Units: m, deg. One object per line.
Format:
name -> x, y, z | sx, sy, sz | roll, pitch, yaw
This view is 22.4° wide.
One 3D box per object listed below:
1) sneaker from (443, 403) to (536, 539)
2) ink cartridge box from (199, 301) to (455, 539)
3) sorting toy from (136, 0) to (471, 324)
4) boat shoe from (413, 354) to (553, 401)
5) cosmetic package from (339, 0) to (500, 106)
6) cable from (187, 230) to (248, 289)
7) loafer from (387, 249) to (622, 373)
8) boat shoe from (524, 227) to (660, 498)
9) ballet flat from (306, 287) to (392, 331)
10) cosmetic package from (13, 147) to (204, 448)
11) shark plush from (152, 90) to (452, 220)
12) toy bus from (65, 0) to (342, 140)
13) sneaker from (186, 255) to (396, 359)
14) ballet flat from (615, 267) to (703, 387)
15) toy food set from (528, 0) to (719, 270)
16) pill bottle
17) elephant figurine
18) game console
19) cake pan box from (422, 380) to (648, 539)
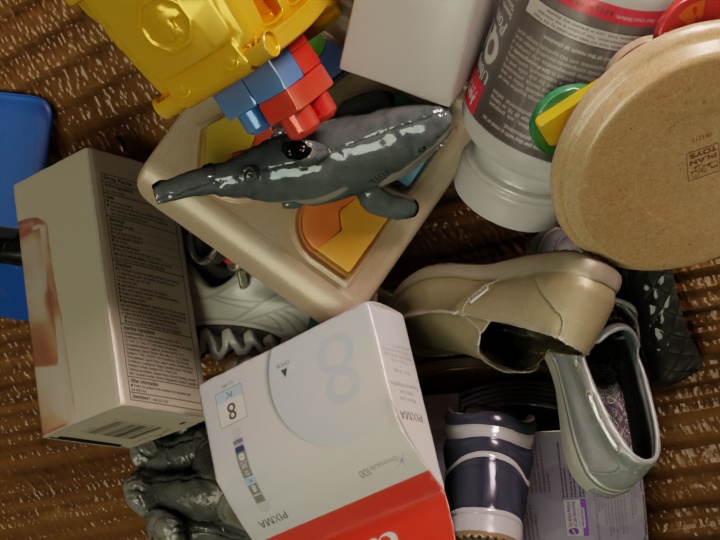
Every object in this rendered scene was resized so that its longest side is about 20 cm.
sneaker -> 0.084, 0.162, 1.301 | 0.070, 0.109, 0.200 | 6, 159, -2
ink cartridge box -> -0.024, 0.143, 1.241 | 0.160, 0.047, 0.201 | -26, 63, 30
sorting toy -> -0.031, -0.087, 1.280 | 0.185, 0.036, 0.200 | 35, 87, 0
boat shoe -> 0.050, 0.079, 1.380 | 0.199, 0.072, 0.072 | -7, 130, 10
cosmetic package -> 0.056, -0.224, 1.186 | 0.084, 0.108, 0.201 | 19, 125, 10
cable -> -0.091, -0.081, 1.351 | 0.097, 0.050, 0.201 | -8, 90, 36
loafer -> 0.089, 0.035, 1.245 | 0.075, 0.069, 0.200 | 30, 151, -32
boat shoe -> 0.168, 0.054, 1.264 | 0.070, 0.202, 0.071 | 4, 153, -31
ballet flat -> 0.000, 0.000, 1.333 | 0.062, 0.067, 0.201 | 13, 85, -25
cosmetic package -> -0.188, 0.023, 1.362 | 0.087, 0.103, 0.201 | -21, 68, 32
shark plush -> -0.040, -0.084, 1.222 | 0.199, 0.083, 0.091 | 0, 84, -5
toy bus -> -0.076, -0.182, 1.201 | 0.135, 0.200, 0.192 | -27, 104, 33
sneaker -> -0.056, 0.023, 1.394 | 0.199, 0.075, 0.082 | -2, 106, 20
ballet flat -> 0.206, -0.009, 1.289 | 0.057, 0.066, 0.201 | -17, 118, -15
toy food set -> 0.212, -0.084, 1.166 | 0.199, 0.049, 0.198 | -30, 133, 7
pill bottle -> 0.132, -0.128, 1.207 | 0.110, 0.111, 0.201 | 25, 123, 7
elephant figurine -> -0.082, 0.151, 1.430 | 0.200, 0.155, 0.142 | -29, 78, 37
game console -> -0.328, -0.054, 1.486 | 0.199, 0.119, 0.171 | 8, 151, 18
cake pan box -> 0.122, 0.170, 1.370 | 0.183, 0.052, 0.201 | -6, 129, 8
